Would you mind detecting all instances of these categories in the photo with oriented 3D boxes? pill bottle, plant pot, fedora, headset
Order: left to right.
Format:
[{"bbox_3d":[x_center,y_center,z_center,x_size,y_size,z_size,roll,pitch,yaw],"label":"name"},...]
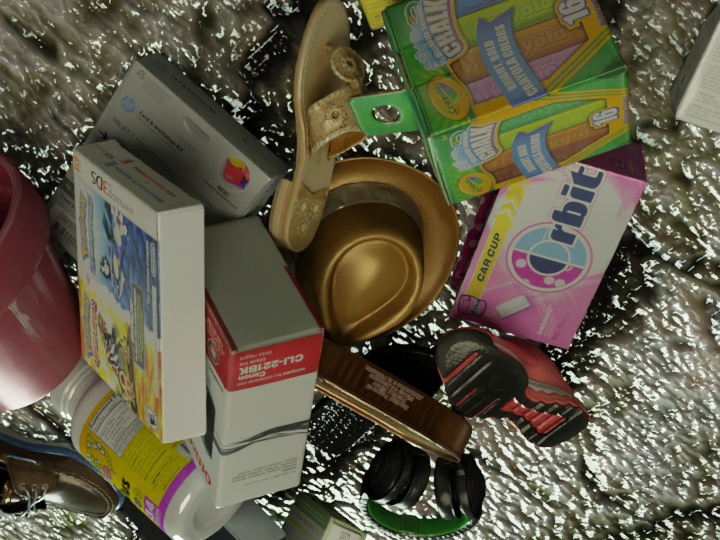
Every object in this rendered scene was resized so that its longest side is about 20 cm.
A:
[{"bbox_3d":[-0.335,0.021,1.282,0.200,0.200,0.179,-16,137,17],"label":"plant pot"},{"bbox_3d":[-0.201,0.159,1.389,0.200,0.104,0.104,37,130,26],"label":"pill bottle"},{"bbox_3d":[0.000,0.000,1.296,0.200,0.082,0.201,-4,124,-6],"label":"fedora"},{"bbox_3d":[0.070,0.197,1.465,0.123,0.094,0.200,11,140,-6],"label":"headset"}]

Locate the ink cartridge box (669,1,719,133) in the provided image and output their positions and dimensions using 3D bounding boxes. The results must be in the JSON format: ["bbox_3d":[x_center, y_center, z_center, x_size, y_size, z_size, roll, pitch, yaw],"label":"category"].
[{"bbox_3d":[0.360,-0.190,1.172,0.160,0.047,0.200,18,119,-6],"label":"ink cartridge box"}]

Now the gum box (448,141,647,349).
[{"bbox_3d":[0.158,-0.029,1.286,0.113,0.066,0.200,15,125,-5],"label":"gum box"}]

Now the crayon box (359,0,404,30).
[{"bbox_3d":[0.034,-0.297,1.123,0.127,0.051,0.200,-14,123,15],"label":"crayon box"}]

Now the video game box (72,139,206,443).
[{"bbox_3d":[-0.183,0.013,1.211,0.047,0.182,0.200,-10,115,-27],"label":"video game box"}]

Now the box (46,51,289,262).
[{"bbox_3d":[-0.176,-0.064,1.280,0.156,0.041,0.200,41,122,6],"label":"box"}]

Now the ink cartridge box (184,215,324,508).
[{"bbox_3d":[-0.104,0.079,1.241,0.084,0.144,0.200,-13,138,-22],"label":"ink cartridge box"}]

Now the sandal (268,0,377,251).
[{"bbox_3d":[-0.015,-0.112,1.206,0.070,0.078,0.212,20,105,27],"label":"sandal"}]

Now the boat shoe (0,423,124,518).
[{"bbox_3d":[-0.340,0.213,1.494,0.200,0.072,0.072,20,127,0],"label":"boat shoe"}]

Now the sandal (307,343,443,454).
[{"bbox_3d":[0.010,0.114,1.423,0.075,0.045,0.200,38,135,-13],"label":"sandal"}]

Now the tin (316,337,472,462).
[{"bbox_3d":[0.010,0.110,1.322,0.200,0.042,0.112,30,166,-12],"label":"tin"}]

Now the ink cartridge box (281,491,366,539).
[{"bbox_3d":[-0.069,0.329,1.458,0.048,0.146,0.200,28,85,-15],"label":"ink cartridge box"}]

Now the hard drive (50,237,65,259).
[{"bbox_3d":[-0.392,-0.021,1.377,0.200,0.027,0.132,29,122,-13],"label":"hard drive"}]

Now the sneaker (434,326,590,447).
[{"bbox_3d":[0.126,0.092,1.338,0.074,0.087,0.200,-37,135,19],"label":"sneaker"}]

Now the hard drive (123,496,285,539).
[{"bbox_3d":[-0.161,0.249,1.462,0.200,0.042,0.135,37,131,29],"label":"hard drive"}]

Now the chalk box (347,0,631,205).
[{"bbox_3d":[0.093,-0.141,1.133,0.200,0.124,0.124,-20,156,4],"label":"chalk box"}]
